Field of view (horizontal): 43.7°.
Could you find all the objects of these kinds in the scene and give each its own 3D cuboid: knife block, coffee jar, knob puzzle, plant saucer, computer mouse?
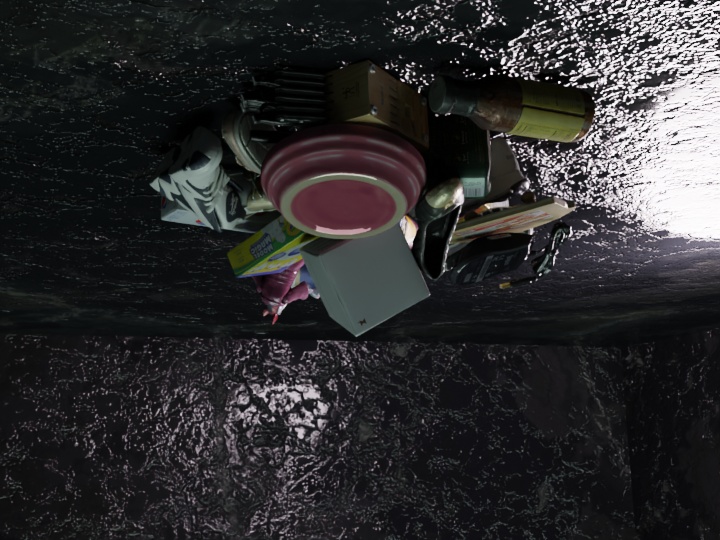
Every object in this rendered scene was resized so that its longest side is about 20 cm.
[{"bbox_3d":[-0.035,-0.178,1.044,0.173,0.065,0.199,-8,167,33],"label":"knife block"},{"bbox_3d":[0.064,-0.141,1.133,0.195,0.107,0.086,-2,160,4],"label":"coffee jar"},{"bbox_3d":[0.205,-0.076,1.263,0.215,0.031,0.220,-13,173,-2],"label":"knob puzzle"},{"bbox_3d":[-0.020,-0.093,1.051,0.196,0.052,0.202,0,153,0],"label":"plant saucer"},{"bbox_3d":[0.209,-0.015,1.335,0.196,0.047,0.141,-17,150,-16],"label":"computer mouse"}]

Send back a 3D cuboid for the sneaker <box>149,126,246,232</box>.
[{"bbox_3d":[-0.191,-0.112,1.183,0.129,0.081,0.198,34,154,-22],"label":"sneaker"}]

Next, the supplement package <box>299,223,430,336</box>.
[{"bbox_3d":[0.000,0.000,1.232,0.116,0.119,0.200,-26,-171,-8],"label":"supplement package"}]

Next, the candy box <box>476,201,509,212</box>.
[{"bbox_3d":[0.153,-0.108,1.421,0.113,0.057,0.199,-10,166,25],"label":"candy box"}]

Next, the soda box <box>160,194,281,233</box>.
[{"bbox_3d":[-0.201,-0.103,1.369,0.197,0.070,0.063,7,165,-36],"label":"soda box"}]

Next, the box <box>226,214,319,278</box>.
[{"bbox_3d":[-0.094,-0.055,1.354,0.199,0.049,0.117,-33,167,32],"label":"box"}]

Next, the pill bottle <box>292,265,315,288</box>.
[{"bbox_3d":[-0.042,-0.021,1.686,0.195,0.114,0.111,0,169,-8],"label":"pill bottle"}]

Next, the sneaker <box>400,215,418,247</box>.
[{"bbox_3d":[0.051,-0.074,1.533,0.089,0.077,0.198,-5,170,43],"label":"sneaker"}]

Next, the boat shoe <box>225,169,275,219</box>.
[{"bbox_3d":[-0.143,-0.121,1.303,0.196,0.076,0.068,-10,170,-17],"label":"boat shoe"}]

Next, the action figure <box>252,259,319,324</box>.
[{"bbox_3d":[-0.129,0.001,1.549,0.131,0.204,0.149,16,-167,3],"label":"action figure"}]

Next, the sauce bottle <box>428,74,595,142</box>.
[{"bbox_3d":[0.172,-0.189,1.024,0.196,0.068,0.066,6,166,-24],"label":"sauce bottle"}]

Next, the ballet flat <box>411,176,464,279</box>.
[{"bbox_3d":[0.101,-0.054,1.110,0.065,0.058,0.201,-23,158,-11],"label":"ballet flat"}]

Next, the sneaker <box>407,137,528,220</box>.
[{"bbox_3d":[0.145,-0.123,1.268,0.198,0.089,0.074,-19,174,38],"label":"sneaker"}]

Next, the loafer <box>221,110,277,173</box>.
[{"bbox_3d":[-0.131,-0.153,1.149,0.062,0.074,0.199,2,173,22],"label":"loafer"}]

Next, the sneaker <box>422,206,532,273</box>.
[{"bbox_3d":[0.169,-0.057,1.393,0.196,0.080,0.090,-14,-165,-4],"label":"sneaker"}]
